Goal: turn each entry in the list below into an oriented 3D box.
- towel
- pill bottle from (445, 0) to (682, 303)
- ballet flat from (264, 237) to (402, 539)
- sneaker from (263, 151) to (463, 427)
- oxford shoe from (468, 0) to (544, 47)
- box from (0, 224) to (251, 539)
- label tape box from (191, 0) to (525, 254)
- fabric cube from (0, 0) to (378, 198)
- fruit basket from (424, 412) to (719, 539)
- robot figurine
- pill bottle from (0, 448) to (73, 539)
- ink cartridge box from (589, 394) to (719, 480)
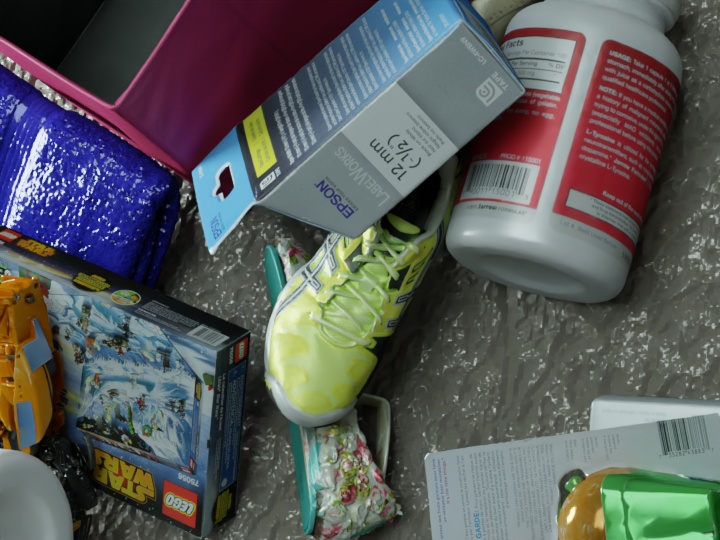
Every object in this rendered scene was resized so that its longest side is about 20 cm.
[{"bbox_3d":[-0.215,-0.040,1.813,0.200,0.050,0.148,31,117,26],"label":"towel"},{"bbox_3d":[0.130,-0.090,1.681,0.112,0.112,0.200,11,76,26],"label":"pill bottle"},{"bbox_3d":[-0.016,0.074,1.722,0.064,0.076,0.200,-5,72,-11],"label":"ballet flat"},{"bbox_3d":[0.000,0.000,1.672,0.075,0.076,0.200,25,70,-2],"label":"sneaker"},{"bbox_3d":[0.065,-0.128,1.758,0.200,0.070,0.075,-40,83,9],"label":"oxford shoe"},{"bbox_3d":[-0.163,0.068,1.748,0.200,0.040,0.137,23,122,27],"label":"box"},{"bbox_3d":[-0.005,-0.083,1.660,0.200,0.066,0.143,-43,20,9],"label":"label tape box"},{"bbox_3d":[-0.126,-0.188,1.776,0.196,0.199,0.200,32,87,30],"label":"fabric cube"},{"bbox_3d":[0.133,0.183,1.577,0.200,0.094,0.185,-12,82,38],"label":"fruit basket"},{"bbox_3d":[-0.236,0.095,1.750,0.145,0.058,0.200,9,115,35],"label":"robot figurine"},{"bbox_3d":[-0.282,0.159,1.700,0.200,0.112,0.113,2,73,38],"label":"pill bottle"},{"bbox_3d":[0.210,0.175,1.604,0.160,0.047,0.200,2,90,23],"label":"ink cartridge box"}]
